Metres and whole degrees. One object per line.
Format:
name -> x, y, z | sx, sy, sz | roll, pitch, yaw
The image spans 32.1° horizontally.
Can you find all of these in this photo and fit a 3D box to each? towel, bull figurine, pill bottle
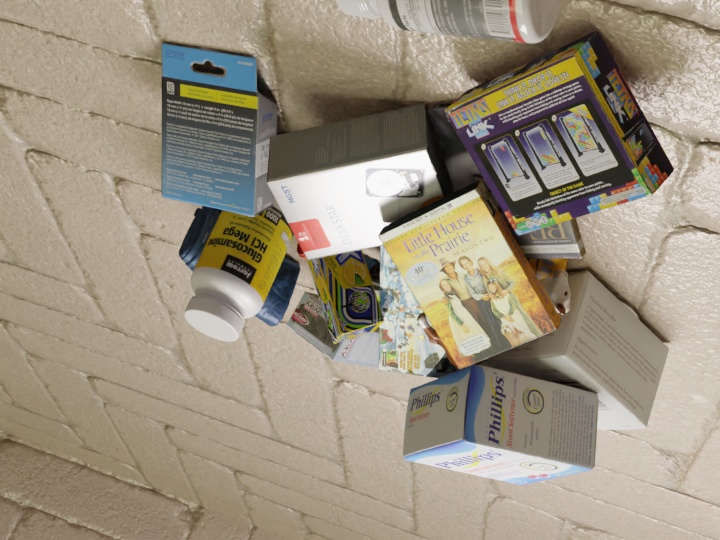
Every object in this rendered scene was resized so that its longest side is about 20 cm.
towel -> -0.181, -0.009, 1.895 | 0.048, 0.113, 0.199 | -20, 131, 43
bull figurine -> 0.167, 0.050, 1.558 | 0.121, 0.065, 0.200 | 43, 121, -10
pill bottle -> 0.081, -0.277, 1.158 | 0.197, 0.115, 0.114 | 11, 152, 25
pill bottle -> -0.175, -0.006, 1.792 | 0.111, 0.202, 0.113 | 18, 155, 9

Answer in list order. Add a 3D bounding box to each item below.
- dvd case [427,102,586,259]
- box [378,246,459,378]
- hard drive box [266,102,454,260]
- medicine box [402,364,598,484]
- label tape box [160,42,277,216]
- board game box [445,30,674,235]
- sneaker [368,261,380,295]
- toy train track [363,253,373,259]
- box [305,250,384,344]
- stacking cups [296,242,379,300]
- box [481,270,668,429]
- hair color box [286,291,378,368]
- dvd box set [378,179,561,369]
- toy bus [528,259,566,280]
dvd case -> 0.168, -0.102, 1.438 | 0.147, 0.016, 0.202 | 0, 121, 40
box -> 0.093, 0.049, 1.638 | 0.134, 0.040, 0.203 | 8, 122, 10
hard drive box -> 0.005, -0.104, 1.512 | 0.197, 0.078, 0.157 | -11, 141, 15
medicine box -> 0.183, 0.208, 1.656 | 0.197, 0.105, 0.182 | 14, 160, -21
label tape box -> -0.179, -0.184, 1.587 | 0.142, 0.063, 0.203 | 13, 112, 22
board game box -> 0.205, -0.138, 1.314 | 0.199, 0.057, 0.167 | -16, 109, 51
sneaker -> 0.080, -0.028, 1.670 | 0.198, 0.074, 0.088 | -19, 120, 35
toy train track -> -0.014, -0.049, 1.755 | 0.113, 0.033, 0.200 | 19, 164, -18
box -> -0.033, -0.013, 1.649 | 0.063, 0.203, 0.070 | -16, 170, -14
stacking cups -> 0.000, 0.000, 1.752 | 0.199, 0.061, 0.060 | 29, 156, -36
box -> 0.280, 0.115, 1.721 | 0.198, 0.132, 0.198 | 39, 151, -30
hair color box -> -0.018, 0.093, 1.894 | 0.098, 0.061, 0.199 | 34, -173, 26
dvd box set -> 0.130, 0.008, 1.492 | 0.145, 0.029, 0.202 | -23, 107, 28
toy bus -> 0.223, -0.033, 1.562 | 0.077, 0.066, 0.201 | 17, 154, 12
